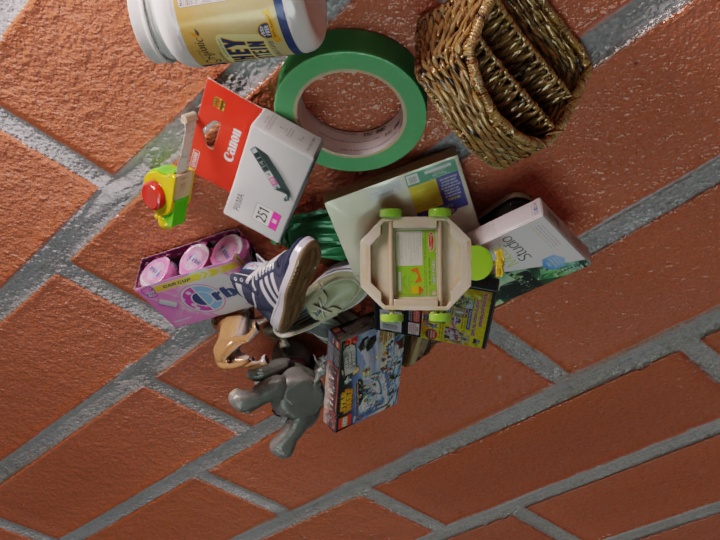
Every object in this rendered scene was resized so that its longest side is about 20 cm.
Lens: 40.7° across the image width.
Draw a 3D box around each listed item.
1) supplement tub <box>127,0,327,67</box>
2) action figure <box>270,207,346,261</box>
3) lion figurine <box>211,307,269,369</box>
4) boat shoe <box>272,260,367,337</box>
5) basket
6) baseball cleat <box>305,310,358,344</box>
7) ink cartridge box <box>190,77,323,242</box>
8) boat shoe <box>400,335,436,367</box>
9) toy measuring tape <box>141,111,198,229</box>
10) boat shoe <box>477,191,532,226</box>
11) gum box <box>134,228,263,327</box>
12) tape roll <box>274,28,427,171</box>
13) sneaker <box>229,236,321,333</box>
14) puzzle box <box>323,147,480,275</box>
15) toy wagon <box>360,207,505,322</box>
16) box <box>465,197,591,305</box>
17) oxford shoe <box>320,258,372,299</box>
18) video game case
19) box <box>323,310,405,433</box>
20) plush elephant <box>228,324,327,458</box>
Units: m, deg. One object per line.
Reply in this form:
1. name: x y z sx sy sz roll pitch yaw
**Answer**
1. supplement tub: -0.147 -0.307 1.093 0.198 0.145 0.145 -5 139 12
2. action figure: -0.035 -0.058 1.427 0.198 0.055 0.119 -6 112 1
3. lion figurine: -0.201 0.104 1.559 0.121 0.201 0.073 -21 114 17
4. boat shoe: -0.057 0.052 1.489 0.072 0.062 0.199 44 130 -15
5. basket: 0.175 -0.231 1.152 0.148 0.144 0.200 -23 133 30
6. baseball cleat: -0.057 0.093 1.635 0.106 0.070 0.200 -9 135 37
7. ink cartridge box: -0.156 -0.144 1.316 0.172 0.044 0.200 28 143 -2
8. boat shoe: 0.112 0.081 1.601 0.071 0.072 0.201 -13 140 -26
9. toy measuring tape: -0.270 -0.145 1.370 0.073 0.074 0.201 11 127 -7
10. boat shoe: 0.185 -0.036 1.448 0.073 0.064 0.201 21 140 -25
11. gum box: -0.241 0.013 1.543 0.198 0.067 0.114 -16 138 22
12. tape roll: -0.012 -0.217 1.263 0.198 0.049 0.201 3 141 3
13. sneaker: -0.127 -0.001 1.410 0.108 0.070 0.201 40 142 15
14. puzzle box: 0.061 -0.081 1.375 0.198 0.026 0.134 -19 123 5
15. toy wagon: 0.099 -0.007 1.336 0.197 0.157 0.040 0 -179 6
16. box: 0.209 -0.016 1.392 0.199 0.037 0.144 -25 137 31
17. oxford shoe: 0.000 0.000 1.503 0.198 0.072 0.071 23 139 -18
18. video game case: 0.108 0.052 1.448 0.179 0.026 0.201 10 152 7
19. box: 0.007 0.162 1.612 0.136 0.040 0.202 -20 132 -32
20. plush elephant: -0.129 0.184 1.672 0.200 0.155 0.165 -43 119 2
